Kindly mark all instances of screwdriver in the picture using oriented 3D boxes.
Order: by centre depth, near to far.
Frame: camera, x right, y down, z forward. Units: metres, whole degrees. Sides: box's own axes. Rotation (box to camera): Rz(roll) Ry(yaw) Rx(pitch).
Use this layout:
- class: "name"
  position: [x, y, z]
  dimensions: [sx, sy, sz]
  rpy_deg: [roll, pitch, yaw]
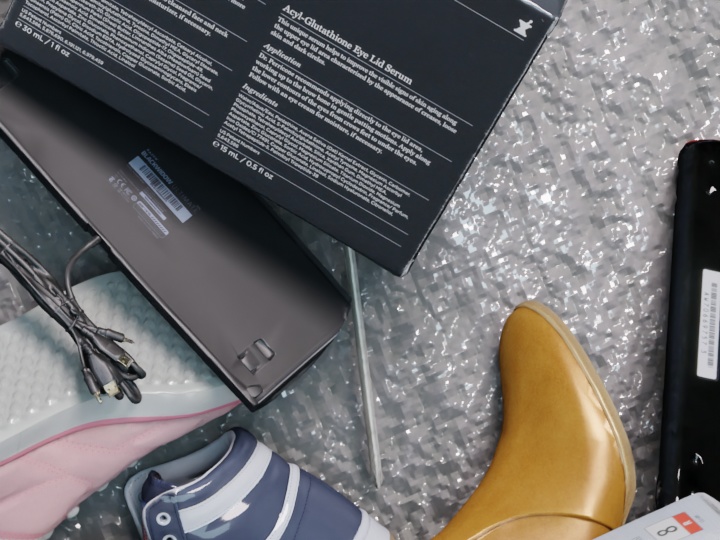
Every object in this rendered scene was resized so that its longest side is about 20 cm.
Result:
- class: "screwdriver"
  position: [0.000, 0.000, 1.029]
  dimensions: [0.029, 0.028, 0.200]
  rpy_deg: [-10, 95, 20]

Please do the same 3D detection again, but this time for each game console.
- class: "game console"
  position: [0.221, 0.043, 1.028]
  dimensions: [0.177, 0.031, 0.200]
  rpy_deg: [11, 62, -7]

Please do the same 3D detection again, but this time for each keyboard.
- class: "keyboard"
  position: [-0.105, -0.018, 0.975]
  dimensions: [0.200, 0.021, 0.127]
  rpy_deg: [47, 56, 4]

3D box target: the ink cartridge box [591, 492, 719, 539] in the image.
- class: "ink cartridge box"
  position: [0.081, 0.201, 0.933]
  dimensions: [0.200, 0.050, 0.162]
  rpy_deg: [-25, 117, -13]

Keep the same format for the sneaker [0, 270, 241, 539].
- class: "sneaker"
  position: [-0.128, 0.068, 1.000]
  dimensions: [0.200, 0.105, 0.075]
  rpy_deg: [-19, 56, -32]

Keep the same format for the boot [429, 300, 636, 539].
- class: "boot"
  position: [0.051, 0.122, 1.001]
  dimensions: [0.144, 0.071, 0.201]
  rpy_deg: [-15, 77, -17]

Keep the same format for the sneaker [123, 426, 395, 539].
- class: "sneaker"
  position: [-0.086, 0.162, 1.009]
  dimensions: [0.108, 0.070, 0.200]
  rpy_deg: [43, 81, -15]

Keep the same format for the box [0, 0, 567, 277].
- class: "box"
  position: [-0.029, -0.113, 0.943]
  dimensions: [0.200, 0.079, 0.141]
  rpy_deg: [31, 125, 0]
